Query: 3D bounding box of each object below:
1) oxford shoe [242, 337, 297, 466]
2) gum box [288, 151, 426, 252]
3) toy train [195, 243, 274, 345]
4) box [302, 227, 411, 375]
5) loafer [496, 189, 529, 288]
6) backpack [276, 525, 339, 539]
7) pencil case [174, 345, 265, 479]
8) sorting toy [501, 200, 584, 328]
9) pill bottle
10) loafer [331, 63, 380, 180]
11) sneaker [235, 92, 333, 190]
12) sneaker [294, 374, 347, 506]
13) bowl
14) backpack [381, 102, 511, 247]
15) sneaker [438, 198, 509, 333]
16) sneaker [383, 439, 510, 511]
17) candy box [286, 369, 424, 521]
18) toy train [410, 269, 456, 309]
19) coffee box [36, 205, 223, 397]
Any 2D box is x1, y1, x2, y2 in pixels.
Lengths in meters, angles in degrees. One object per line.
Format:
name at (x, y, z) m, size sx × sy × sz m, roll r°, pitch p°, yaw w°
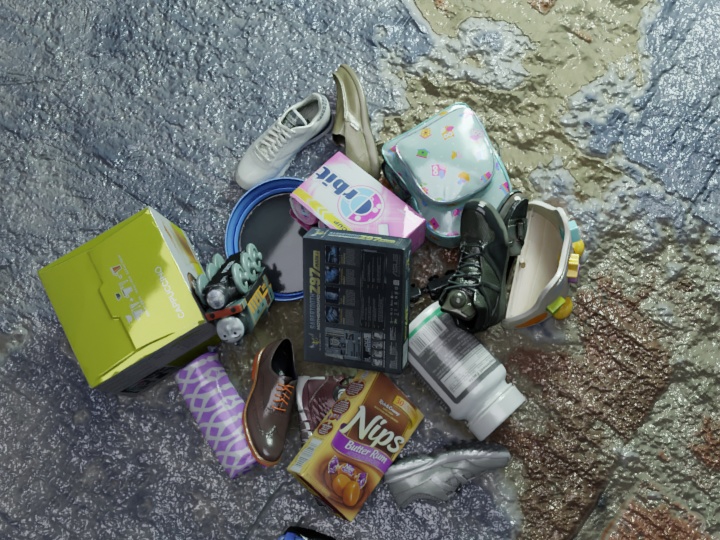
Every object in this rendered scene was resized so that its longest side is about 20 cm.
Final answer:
oxford shoe at (-0.133, 0.195, 1.570) m, size 0.070 × 0.072 × 0.202 m, roll 16°, pitch 54°, yaw -27°
gum box at (-0.009, -0.084, 1.599) m, size 0.199 × 0.066 × 0.113 m, roll 39°, pitch 66°, yaw 21°
toy train at (-0.184, 0.035, 1.551) m, size 0.084 × 0.200 × 0.115 m, roll -17°, pitch 105°, yaw 11°
box at (-0.006, 0.045, 1.517) m, size 0.155 × 0.051 × 0.203 m, roll 6°, pitch 111°, yaw 15°
loafer at (0.225, -0.023, 1.588) m, size 0.063 × 0.071 × 0.202 m, roll 37°, pitch 121°, yaw 36°
backpack at (-0.047, 0.489, 1.519) m, size 0.197 × 0.135 × 0.185 m, roll 17°, pitch 82°, yaw 5°
pencil case at (-0.213, 0.223, 1.606) m, size 0.083 × 0.085 × 0.202 m, roll -33°, pitch 78°, yaw 14°
sorting toy at (0.288, -0.012, 1.562) m, size 0.105 × 0.180 × 0.203 m, roll 12°, pitch 81°, yaw 7°
pill bottle at (0.150, 0.154, 1.576) m, size 0.113 × 0.113 × 0.200 m, roll -41°, pitch 79°, yaw -4°
loafer at (-0.018, -0.239, 1.683) m, size 0.067 × 0.076 × 0.203 m, roll -14°, pitch 78°, yaw -5°
sneaker at (-0.131, -0.214, 1.685) m, size 0.200 × 0.081 × 0.076 m, roll -45°, pitch 81°, yaw -3°
sneaker at (-0.034, 0.254, 1.592) m, size 0.114 × 0.076 × 0.203 m, roll -10°, pitch 78°, yaw -1°
bowl at (-0.119, -0.048, 1.673) m, size 0.197 × 0.039 × 0.204 m, roll -1°, pitch 79°, yaw 5°
backpack at (0.143, -0.143, 1.617) m, size 0.174 × 0.153 × 0.202 m, roll -28°, pitch 86°, yaw -6°
sneaker at (0.167, 0.000, 1.525) m, size 0.075 × 0.114 × 0.202 m, roll 9°, pitch 110°, yaw 30°
sneaker at (0.134, 0.313, 1.578) m, size 0.197 × 0.075 × 0.083 m, roll -14°, pitch 93°, yaw 8°
candy box at (-0.005, 0.257, 1.550) m, size 0.117 × 0.056 × 0.201 m, roll 46°, pitch 68°, yaw -24°
toy train at (0.067, 0.046, 1.638) m, size 0.197 × 0.046 × 0.034 m, roll -19°, pitch 64°, yaw 0°
coffee box at (-0.338, 0.053, 1.587) m, size 0.198 × 0.198 × 0.201 m, roll -29°, pitch 78°, yaw 0°
